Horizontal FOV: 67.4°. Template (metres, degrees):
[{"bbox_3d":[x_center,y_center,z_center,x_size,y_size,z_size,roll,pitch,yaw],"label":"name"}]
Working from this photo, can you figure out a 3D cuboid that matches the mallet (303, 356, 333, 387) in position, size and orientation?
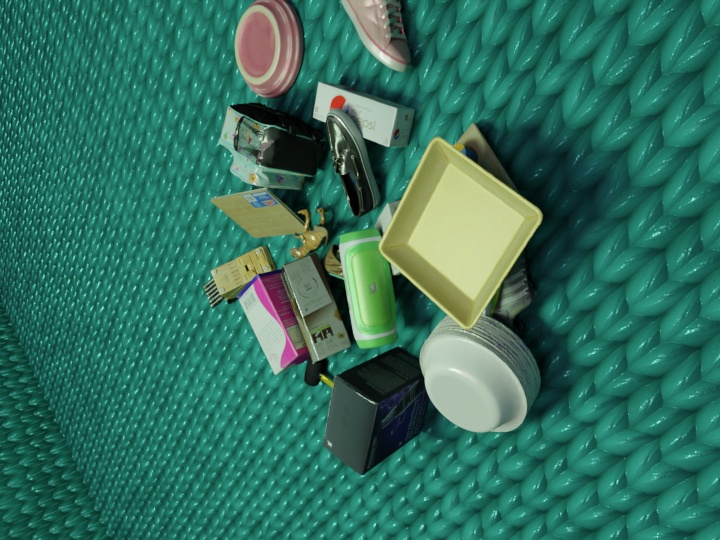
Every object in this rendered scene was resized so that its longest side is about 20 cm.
[{"bbox_3d":[-0.050,0.272,1.194,0.199,0.041,0.067,39,121,23],"label":"mallet"}]

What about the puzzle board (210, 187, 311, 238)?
[{"bbox_3d":[-0.222,-0.127,1.199,0.195,0.150,0.018,-2,57,40],"label":"puzzle board"}]

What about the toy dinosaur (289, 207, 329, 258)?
[{"bbox_3d":[-0.090,-0.076,1.112,0.199,0.059,0.110,-28,64,61],"label":"toy dinosaur"}]

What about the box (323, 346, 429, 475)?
[{"bbox_3d":[0.037,0.253,1.004,0.102,0.197,0.153,24,115,33],"label":"box"}]

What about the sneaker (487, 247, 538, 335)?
[{"bbox_3d":[0.251,0.011,0.862,0.079,0.073,0.206,23,120,24],"label":"sneaker"}]

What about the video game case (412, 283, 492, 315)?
[{"bbox_3d":[0.155,-0.023,0.914,0.198,0.017,0.148,24,115,58],"label":"video game case"}]

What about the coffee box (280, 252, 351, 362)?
[{"bbox_3d":[-0.096,0.080,1.129,0.114,0.078,0.206,139,110,-74],"label":"coffee box"}]

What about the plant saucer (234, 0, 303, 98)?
[{"bbox_3d":[-0.205,-0.477,1.151,0.196,0.050,0.208,10,105,39],"label":"plant saucer"}]

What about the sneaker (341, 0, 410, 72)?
[{"bbox_3d":[0.042,-0.447,0.927,0.105,0.074,0.204,-46,66,42],"label":"sneaker"}]

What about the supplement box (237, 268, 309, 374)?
[{"bbox_3d":[-0.179,0.113,1.225,0.101,0.102,0.204,-38,74,38],"label":"supplement box"}]

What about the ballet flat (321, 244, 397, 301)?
[{"bbox_3d":[0.000,0.000,1.077,0.197,0.067,0.075,30,107,38],"label":"ballet flat"}]

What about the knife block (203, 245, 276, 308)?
[{"bbox_3d":[-0.300,0.023,1.347,0.195,0.176,0.066,-26,83,-5],"label":"knife block"}]

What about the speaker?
[{"bbox_3d":[0.015,0.032,0.980,0.087,0.087,0.208,-9,91,41],"label":"speaker"}]

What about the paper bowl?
[{"bbox_3d":[0.184,0.179,0.882,0.197,0.104,0.205,26,137,26],"label":"paper bowl"}]

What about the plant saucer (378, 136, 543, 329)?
[{"bbox_3d":[0.143,-0.056,0.788,0.199,0.048,0.204,42,121,25],"label":"plant saucer"}]

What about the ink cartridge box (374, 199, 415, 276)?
[{"bbox_3d":[0.069,-0.052,0.967,0.200,0.049,0.113,132,124,-83],"label":"ink cartridge box"}]

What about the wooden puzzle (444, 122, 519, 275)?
[{"bbox_3d":[0.149,-0.114,0.865,0.186,0.045,0.204,-50,39,34],"label":"wooden puzzle"}]

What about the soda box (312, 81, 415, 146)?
[{"bbox_3d":[0.003,-0.292,1.004,0.197,0.063,0.070,29,118,32],"label":"soda box"}]

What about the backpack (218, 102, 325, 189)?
[{"bbox_3d":[-0.192,-0.258,1.108,0.199,0.173,0.157,40,118,31],"label":"backpack"}]

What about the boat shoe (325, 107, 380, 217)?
[{"bbox_3d":[-0.020,-0.195,1.000,0.068,0.056,0.204,7,128,50],"label":"boat shoe"}]
